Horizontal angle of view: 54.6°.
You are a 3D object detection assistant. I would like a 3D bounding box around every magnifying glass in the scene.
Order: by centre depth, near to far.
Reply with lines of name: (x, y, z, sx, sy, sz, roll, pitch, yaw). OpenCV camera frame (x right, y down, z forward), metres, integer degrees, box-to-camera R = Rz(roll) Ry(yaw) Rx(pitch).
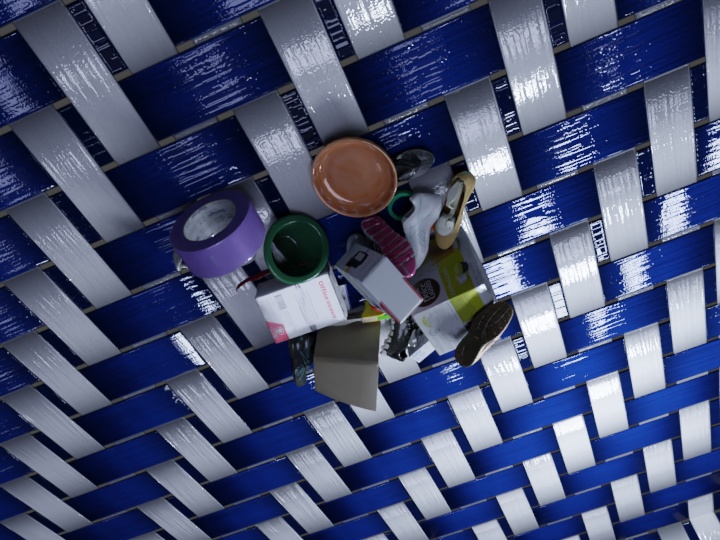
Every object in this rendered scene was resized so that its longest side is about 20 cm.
magnifying glass: (0.149, -0.134, 1.724, 0.199, 0.023, 0.080, 30, 119, -28)

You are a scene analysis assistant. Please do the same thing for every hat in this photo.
hat: (-0.203, -0.047, 1.732, 0.198, 0.176, 0.168, -13, 96, -29)

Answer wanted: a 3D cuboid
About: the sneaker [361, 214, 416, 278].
sneaker: (0.073, -0.047, 1.685, 0.073, 0.200, 0.088, -34, 147, -11)

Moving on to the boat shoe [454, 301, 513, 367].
boat shoe: (0.305, 0.149, 1.696, 0.067, 0.072, 0.201, -12, 142, -55)

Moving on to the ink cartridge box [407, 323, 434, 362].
ink cartridge box: (0.208, 0.157, 1.932, 0.044, 0.094, 0.200, 31, 119, -31)

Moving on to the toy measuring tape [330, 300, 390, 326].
toy measuring tape: (0.008, 0.101, 1.854, 0.198, 0.074, 0.074, -8, 131, -4)

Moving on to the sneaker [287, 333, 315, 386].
sneaker: (-0.159, 0.253, 1.966, 0.078, 0.076, 0.201, -7, 131, -6)

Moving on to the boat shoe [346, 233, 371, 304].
boat shoe: (0.000, 0.000, 1.775, 0.072, 0.071, 0.202, -29, 113, -28)

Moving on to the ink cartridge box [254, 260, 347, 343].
ink cartridge box: (-0.148, 0.078, 1.771, 0.198, 0.085, 0.147, -18, 116, 6)

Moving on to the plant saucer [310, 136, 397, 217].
plant saucer: (-0.013, -0.215, 1.587, 0.198, 0.038, 0.202, 5, 127, 7)

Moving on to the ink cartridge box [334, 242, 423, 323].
ink cartridge box: (0.040, 0.027, 1.641, 0.083, 0.200, 0.146, -46, 112, -6)

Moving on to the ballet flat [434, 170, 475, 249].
ballet flat: (0.213, -0.145, 1.670, 0.063, 0.068, 0.202, -11, 123, -55)

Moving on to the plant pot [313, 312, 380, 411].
plant pot: (-0.036, 0.243, 1.912, 0.175, 0.201, 0.201, 2, 131, 3)

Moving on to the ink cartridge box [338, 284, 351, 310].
ink cartridge box: (-0.129, 0.082, 1.851, 0.198, 0.037, 0.095, -11, 130, 3)

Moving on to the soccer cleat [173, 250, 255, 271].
soccer cleat: (-0.353, -0.022, 1.688, 0.198, 0.087, 0.070, 1, 130, -11)

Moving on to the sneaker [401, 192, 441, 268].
sneaker: (0.132, -0.097, 1.689, 0.079, 0.071, 0.202, 8, 111, -15)

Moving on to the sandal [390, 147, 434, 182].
sandal: (0.076, -0.228, 1.609, 0.198, 0.048, 0.076, -13, 131, 3)

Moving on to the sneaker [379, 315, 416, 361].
sneaker: (0.123, 0.164, 1.909, 0.090, 0.066, 0.202, 28, 116, 23)

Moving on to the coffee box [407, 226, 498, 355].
coffee box: (0.226, 0.054, 1.764, 0.196, 0.201, 0.200, -25, 137, 12)

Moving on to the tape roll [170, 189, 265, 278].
tape roll: (-0.320, -0.084, 1.566, 0.198, 0.201, 0.085, -20, 130, 8)
